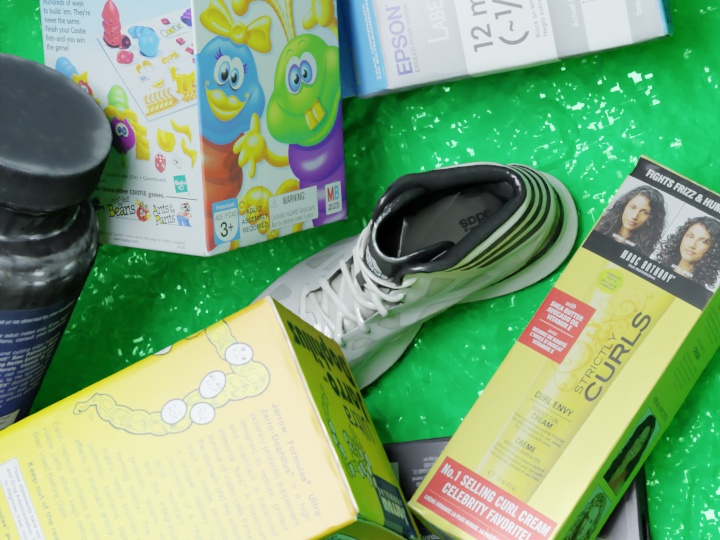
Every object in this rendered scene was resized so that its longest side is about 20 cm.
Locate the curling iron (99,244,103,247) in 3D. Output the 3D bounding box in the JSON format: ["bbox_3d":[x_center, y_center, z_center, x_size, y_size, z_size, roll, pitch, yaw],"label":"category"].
[{"bbox_3d":[-0.139,-0.105,1.238,0.049,0.025,0.201,-19,64,55],"label":"curling iron"}]

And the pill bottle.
[{"bbox_3d":[-0.186,0.004,1.070,0.112,0.112,0.200,45,127,23],"label":"pill bottle"}]

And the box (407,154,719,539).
[{"bbox_3d":[0.109,0.050,1.078,0.075,0.050,0.200,31,80,28],"label":"box"}]

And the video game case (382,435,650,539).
[{"bbox_3d":[0.044,0.171,1.115,0.199,0.025,0.182,-8,76,19],"label":"video game case"}]

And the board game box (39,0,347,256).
[{"bbox_3d":[-0.079,-0.118,1.090,0.104,0.103,0.201,8,106,39],"label":"board game box"}]

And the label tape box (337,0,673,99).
[{"bbox_3d":[0.038,-0.161,1.100,0.199,0.066,0.144,-10,94,9],"label":"label tape box"}]

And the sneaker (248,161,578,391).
[{"bbox_3d":[0.000,-0.001,1.117,0.200,0.115,0.076,-30,70,13],"label":"sneaker"}]

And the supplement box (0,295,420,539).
[{"bbox_3d":[-0.092,0.111,1.050,0.199,0.109,0.110,-26,72,9],"label":"supplement box"}]

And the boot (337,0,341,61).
[{"bbox_3d":[0.046,-0.189,1.164,0.155,0.073,0.201,7,79,21],"label":"boot"}]
